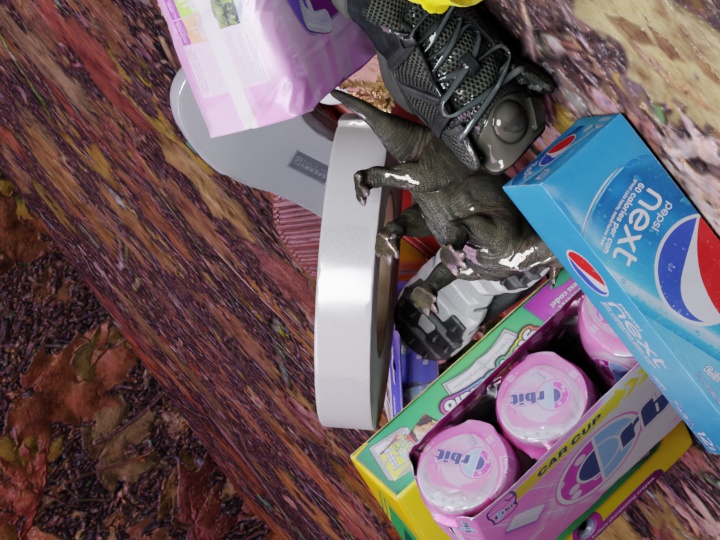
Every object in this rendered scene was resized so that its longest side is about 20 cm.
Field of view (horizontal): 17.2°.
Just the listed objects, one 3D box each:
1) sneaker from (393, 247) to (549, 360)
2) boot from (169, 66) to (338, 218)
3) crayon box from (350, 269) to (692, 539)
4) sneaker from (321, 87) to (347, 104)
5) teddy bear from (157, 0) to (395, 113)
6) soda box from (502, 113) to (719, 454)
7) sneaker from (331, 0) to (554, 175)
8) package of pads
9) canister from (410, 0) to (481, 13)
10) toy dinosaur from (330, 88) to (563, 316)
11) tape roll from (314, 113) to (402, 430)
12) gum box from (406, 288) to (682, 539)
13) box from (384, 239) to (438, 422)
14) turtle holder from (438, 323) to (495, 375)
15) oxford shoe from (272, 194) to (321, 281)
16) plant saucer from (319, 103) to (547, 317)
[{"bbox_3d":[0.094,-0.017,1.529,0.066,0.090,0.200,48,143,5],"label":"sneaker"},{"bbox_3d":[-0.068,-0.095,1.601,0.200,0.074,0.096,35,-176,-41],"label":"boot"},{"bbox_3d":[0.110,0.118,1.569,0.058,0.200,0.173,38,164,44],"label":"crayon box"},{"bbox_3d":[-0.057,-0.200,1.531,0.200,0.075,0.088,43,156,-2],"label":"sneaker"},{"bbox_3d":[-0.047,-0.175,1.467,0.199,0.067,0.146,14,120,28],"label":"teddy bear"},{"bbox_3d":[0.171,0.010,1.333,0.200,0.064,0.068,51,168,-10],"label":"soda box"},{"bbox_3d":[0.051,-0.126,1.324,0.114,0.076,0.200,40,169,28],"label":"sneaker"},{"bbox_3d":[-0.070,-0.188,1.347,0.075,0.121,0.201,-12,109,31],"label":"package of pads"},{"bbox_3d":[-0.033,-0.208,1.139,0.199,0.087,0.149,13,137,36],"label":"canister"},{"bbox_3d":[0.057,-0.039,1.419,0.200,0.102,0.077,39,140,25],"label":"toy dinosaur"},{"bbox_3d":[0.000,0.000,1.517,0.037,0.204,0.203,4,159,6],"label":"tape roll"},{"bbox_3d":[0.120,0.093,1.451,0.066,0.200,0.114,42,169,28],"label":"gum box"},{"bbox_3d":[0.032,0.043,1.763,0.200,0.041,0.120,-114,20,-73],"label":"box"},{"bbox_3d":[0.111,0.138,1.809,0.185,0.132,0.141,38,164,44],"label":"turtle holder"},{"bbox_3d":[-0.030,-0.078,1.766,0.070,0.075,0.201,-3,125,21],"label":"oxford shoe"},{"bbox_3d":[0.042,-0.060,1.664,0.200,0.037,0.200,40,166,40],"label":"plant saucer"}]
